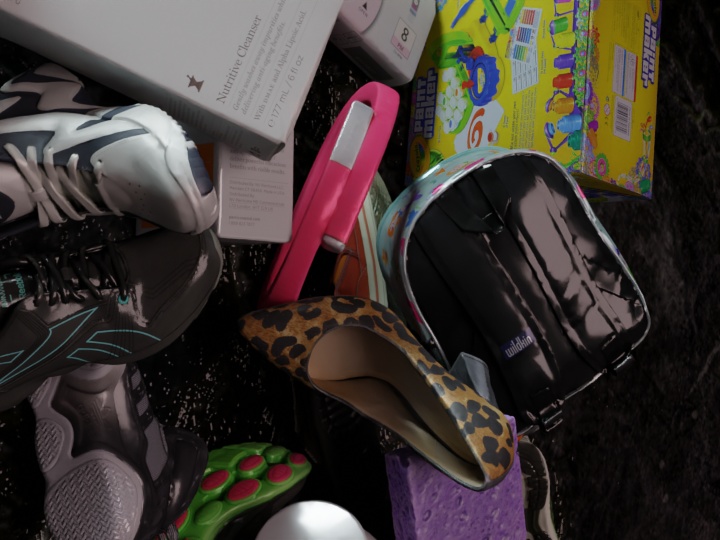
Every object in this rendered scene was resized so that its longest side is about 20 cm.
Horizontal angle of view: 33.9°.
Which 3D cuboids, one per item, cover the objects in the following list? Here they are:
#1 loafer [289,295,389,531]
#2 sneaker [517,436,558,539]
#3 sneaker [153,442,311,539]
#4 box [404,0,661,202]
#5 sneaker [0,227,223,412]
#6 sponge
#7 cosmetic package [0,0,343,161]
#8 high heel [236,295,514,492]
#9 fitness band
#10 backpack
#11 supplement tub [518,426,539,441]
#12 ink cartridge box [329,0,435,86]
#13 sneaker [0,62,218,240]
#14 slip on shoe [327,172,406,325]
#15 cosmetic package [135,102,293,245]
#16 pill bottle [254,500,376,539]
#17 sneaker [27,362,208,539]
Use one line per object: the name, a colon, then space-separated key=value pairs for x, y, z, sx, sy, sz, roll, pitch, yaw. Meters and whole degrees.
loafer: x=-0.031 y=0.116 z=0.932 sx=0.073 sy=0.071 sz=0.203 roll=-26 pitch=117 yaw=-44
sneaker: x=0.159 y=0.233 z=1.148 sx=0.089 sy=0.076 sz=0.203 roll=-71 pitch=157 yaw=-63
sneaker: x=-0.109 y=0.200 z=0.866 sx=0.200 sy=0.076 sz=0.085 roll=-42 pitch=140 yaw=-38
box: x=0.153 y=-0.168 z=1.054 sx=0.121 sy=0.191 sz=0.203 roll=11 pitch=82 yaw=-47
sneaker: x=-0.176 y=0.023 z=0.710 sx=0.198 sy=0.076 sz=0.080 roll=-28 pitch=150 yaw=-7
sponge: x=0.078 y=0.215 z=0.871 sx=0.111 sy=0.030 sz=0.203 roll=-16 pitch=103 yaw=-38
cosmetic package: x=-0.121 y=-0.163 z=0.739 sx=0.198 sy=0.081 sz=0.114 roll=23 pitch=83 yaw=-10
high heel: x=0.009 y=0.083 z=0.803 sx=0.197 sy=0.143 sz=0.072 roll=15 pitch=114 yaw=-10
fitness band: x=-0.025 y=-0.053 z=0.900 sx=0.037 sy=0.144 sz=0.202 roll=25 pitch=72 yaw=-8
backpack: x=0.110 y=0.003 z=0.935 sx=0.177 sy=0.151 sz=0.201 roll=-35 pitch=110 yaw=-6
supplement tub: x=0.147 y=0.067 z=1.096 sx=0.200 sy=0.121 sz=0.123 roll=-50 pitch=123 yaw=-36
ink cartridge box: x=0.012 y=-0.286 z=1.009 sx=0.162 sy=0.057 sz=0.202 roll=36 pitch=68 yaw=-41
sneaker: x=-0.184 y=-0.049 z=0.699 sx=0.129 sy=0.198 sz=0.080 roll=-38 pitch=144 yaw=-28
slip on shoe: x=0.000 y=0.000 z=0.983 sx=0.074 sy=0.060 sz=0.203 roll=28 pitch=56 yaw=-66
cosmetic package: x=-0.103 y=-0.121 z=0.842 sx=0.071 sy=0.101 sz=0.203 roll=3 pitch=86 yaw=-45
pill bottle: x=-0.024 y=0.251 z=0.862 sx=0.112 sy=0.110 sz=0.201 roll=-57 pitch=155 yaw=-31
sneaker: x=-0.163 y=0.094 z=0.799 sx=0.114 sy=0.075 sz=0.203 roll=21 pitch=57 yaw=-63
